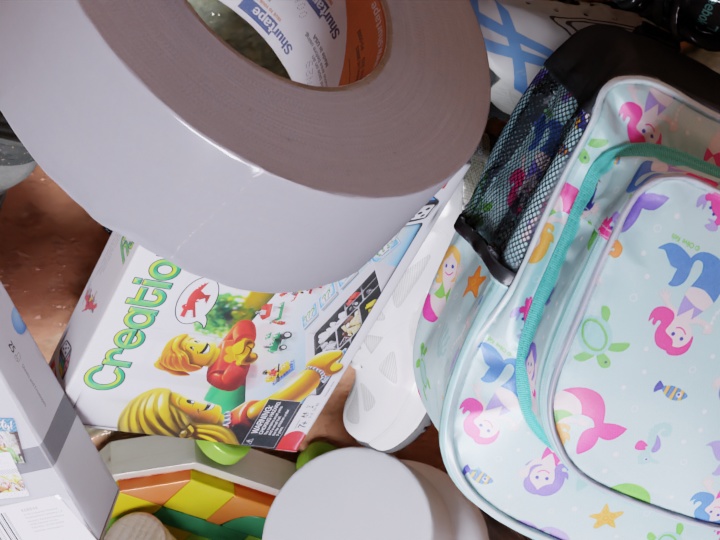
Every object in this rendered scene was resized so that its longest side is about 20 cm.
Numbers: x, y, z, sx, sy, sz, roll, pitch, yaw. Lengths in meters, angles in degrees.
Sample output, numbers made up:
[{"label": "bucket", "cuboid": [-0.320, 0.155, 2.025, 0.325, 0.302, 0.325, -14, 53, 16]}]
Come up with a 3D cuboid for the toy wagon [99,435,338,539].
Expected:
[{"label": "toy wagon", "cuboid": [-0.069, 0.145, 1.399, 0.199, 0.040, 0.155, 22, 134, -31]}]

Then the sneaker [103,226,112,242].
[{"label": "sneaker", "cuboid": [-0.077, -0.002, 1.198, 0.090, 0.067, 0.201, 0, 140, -23]}]

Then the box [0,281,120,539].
[{"label": "box", "cuboid": [-0.219, 0.051, 1.128, 0.155, 0.041, 0.201, -13, 125, 21]}]

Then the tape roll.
[{"label": "tape roll", "cuboid": [-0.048, -0.092, 0.973, 0.199, 0.201, 0.066, 19, 137, -28]}]

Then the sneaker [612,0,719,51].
[{"label": "sneaker", "cuboid": [0.126, -0.138, 1.039, 0.199, 0.080, 0.076, 5, 141, -12]}]

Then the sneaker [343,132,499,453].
[{"label": "sneaker", "cuboid": [0.000, 0.000, 1.214, 0.115, 0.076, 0.201, 15, 130, -11]}]

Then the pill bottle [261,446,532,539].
[{"label": "pill bottle", "cuboid": [0.030, 0.167, 1.348, 0.113, 0.114, 0.200, -19, 154, 16]}]

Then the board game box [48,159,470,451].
[{"label": "board game box", "cuboid": [-0.050, 0.001, 1.124, 0.125, 0.035, 0.200, 8, 134, -24]}]

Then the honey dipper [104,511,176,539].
[{"label": "honey dipper", "cuboid": [-0.087, 0.192, 1.401, 0.038, 0.038, 0.200, -16, 146, 12]}]

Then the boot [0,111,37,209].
[{"label": "boot", "cuboid": [-0.237, -0.056, 1.108, 0.199, 0.068, 0.131, 16, 142, -24]}]

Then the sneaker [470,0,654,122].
[{"label": "sneaker", "cuboid": [0.087, -0.096, 1.108, 0.199, 0.073, 0.072, 22, 170, -15]}]

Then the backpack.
[{"label": "backpack", "cuboid": [0.121, 0.025, 1.046, 0.177, 0.151, 0.201, 23, 111, -20]}]
